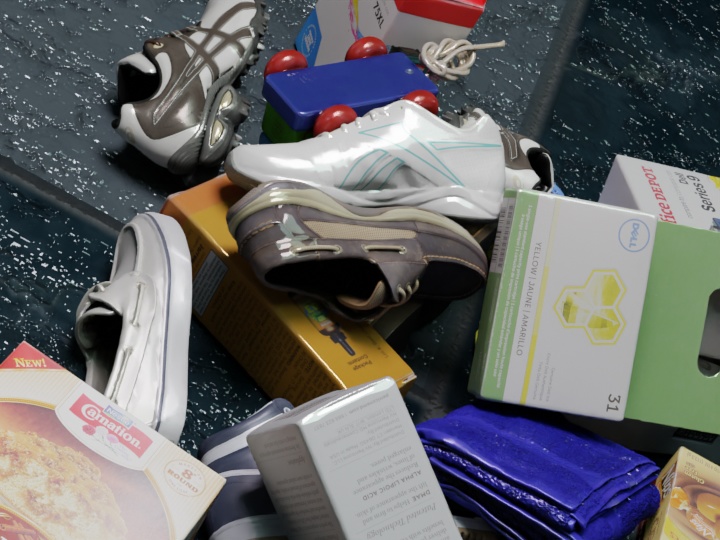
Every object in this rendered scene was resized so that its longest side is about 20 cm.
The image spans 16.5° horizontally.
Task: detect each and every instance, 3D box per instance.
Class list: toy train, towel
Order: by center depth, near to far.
[{"bbox_3d":[0.115,0.129,1.634,0.148,0.050,0.200,31,14,16],"label":"towel"},{"bbox_3d":[0.015,-0.103,1.807,0.200,0.116,0.085,-13,46,-33],"label":"toy train"}]

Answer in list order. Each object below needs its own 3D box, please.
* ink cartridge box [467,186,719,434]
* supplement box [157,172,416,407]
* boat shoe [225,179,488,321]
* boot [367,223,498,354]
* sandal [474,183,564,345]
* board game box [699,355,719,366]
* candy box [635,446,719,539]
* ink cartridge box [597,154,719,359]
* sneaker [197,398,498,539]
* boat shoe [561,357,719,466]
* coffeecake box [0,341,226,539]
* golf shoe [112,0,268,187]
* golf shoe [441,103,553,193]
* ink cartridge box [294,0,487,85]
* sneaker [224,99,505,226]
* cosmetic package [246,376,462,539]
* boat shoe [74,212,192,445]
[{"bbox_3d":[0.183,0.032,1.697,0.200,0.146,0.048,10,0,-11],"label":"ink cartridge box"},{"bbox_3d":[-0.057,0.029,1.679,0.200,0.069,0.067,46,41,19],"label":"supplement box"},{"bbox_3d":[0.000,0.000,1.651,0.200,0.074,0.073,11,52,-32],"label":"boat shoe"},{"bbox_3d":[0.032,-0.001,1.771,0.075,0.074,0.200,34,40,16],"label":"boot"},{"bbox_3d":[0.136,-0.007,1.831,0.079,0.087,0.200,20,38,-13],"label":"sandal"},{"bbox_3d":[0.307,0.052,1.930,0.200,0.032,0.120,22,44,-14],"label":"board game box"},{"bbox_3d":[0.287,0.218,1.718,0.200,0.055,0.115,29,38,-4],"label":"candy box"},{"bbox_3d":[0.277,0.001,1.824,0.200,0.088,0.145,11,27,-13],"label":"ink cartridge box"},{"bbox_3d":[-0.011,0.142,1.587,0.200,0.070,0.109,3,49,-27],"label":"sneaker"},{"bbox_3d":[0.220,0.079,1.805,0.202,0.075,0.086,14,42,-26],"label":"boat shoe"},{"bbox_3d":[-0.193,0.156,1.447,0.153,0.073,0.200,34,38,3],"label":"coffeecake box"},{"bbox_3d":[-0.125,-0.151,1.802,0.094,0.078,0.200,23,39,-12],"label":"golf shoe"},{"bbox_3d":[0.096,-0.072,1.835,0.094,0.078,0.200,23,10,4],"label":"golf shoe"},{"bbox_3d":[0.029,-0.199,1.867,0.067,0.200,0.116,10,44,-26],"label":"ink cartridge box"},{"bbox_3d":[0.005,-0.077,1.700,0.200,0.070,0.080,4,87,-16],"label":"sneaker"},{"bbox_3d":[0.013,0.171,1.478,0.074,0.102,0.200,-25,92,-22],"label":"cosmetic package"},{"bbox_3d":[-0.153,0.037,1.606,0.066,0.072,0.200,18,49,-24],"label":"boat shoe"}]
